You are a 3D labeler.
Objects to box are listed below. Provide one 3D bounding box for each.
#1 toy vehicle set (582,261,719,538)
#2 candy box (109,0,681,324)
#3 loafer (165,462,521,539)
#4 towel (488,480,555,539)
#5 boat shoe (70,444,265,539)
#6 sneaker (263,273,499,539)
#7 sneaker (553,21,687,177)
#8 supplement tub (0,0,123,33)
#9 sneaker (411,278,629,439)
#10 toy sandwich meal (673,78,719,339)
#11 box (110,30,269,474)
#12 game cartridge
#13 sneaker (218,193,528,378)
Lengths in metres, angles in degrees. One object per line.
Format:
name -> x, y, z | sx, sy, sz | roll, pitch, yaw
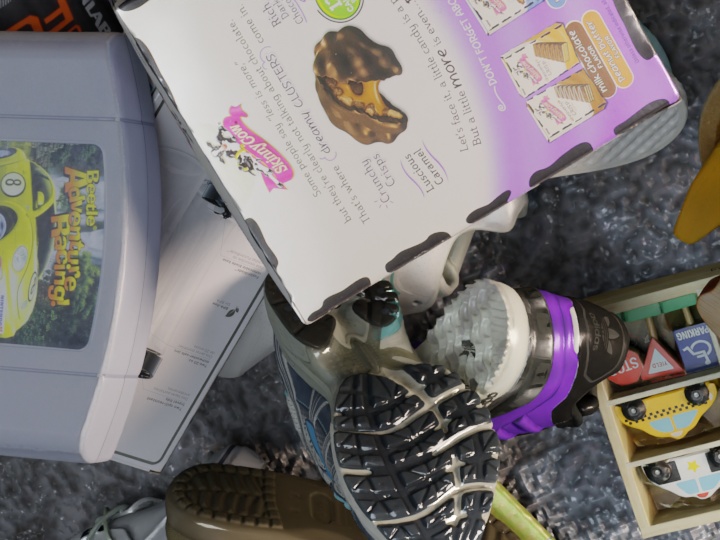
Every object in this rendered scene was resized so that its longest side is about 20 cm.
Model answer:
toy vehicle set -> 0.217, 0.050, 1.469 | 0.200, 0.027, 0.124 | -16, 102, 20
candy box -> 0.013, -0.100, 1.325 | 0.200, 0.072, 0.168 | -31, 104, -1
loafer -> -0.006, 0.149, 1.508 | 0.200, 0.076, 0.067 | 14, 124, -5
towel -> 0.020, 0.185, 1.572 | 0.144, 0.023, 0.200 | 46, 112, -1
boat shoe -> -0.126, 0.160, 1.577 | 0.067, 0.074, 0.200 | 36, 113, 2
sneaker -> 0.013, 0.081, 1.408 | 0.078, 0.200, 0.086 | -12, 134, -13
sneaker -> 0.052, -0.086, 1.425 | 0.200, 0.082, 0.074 | -4, 136, -11
supplement tub -> -0.164, -0.105, 1.480 | 0.107, 0.107, 0.200 | -24, 110, 21
sneaker -> 0.068, 0.061, 1.470 | 0.200, 0.099, 0.070 | 146, 123, -60
toy sandwich meal -> 0.229, -0.017, 1.354 | 0.205, 0.070, 0.205 | 24, 146, 17
box -> -0.106, -0.009, 1.445 | 0.117, 0.060, 0.200 | 20, 106, -36
game cartridge -> -0.157, -0.013, 1.382 | 0.133, 0.041, 0.200 | 2, 88, 25
sneaker -> 0.000, 0.000, 1.493 | 0.200, 0.070, 0.080 | -41, 95, 22
